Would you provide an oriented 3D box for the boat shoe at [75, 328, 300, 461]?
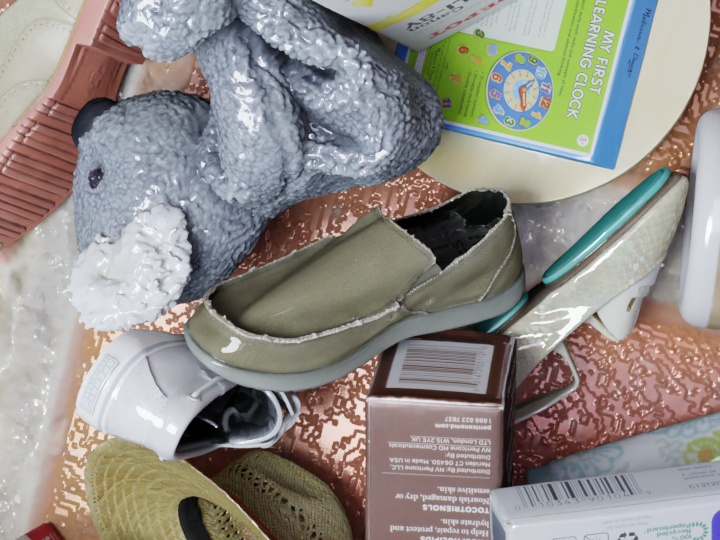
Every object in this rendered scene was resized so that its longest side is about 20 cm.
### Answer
[{"bbox_3d":[-0.068,0.064,0.942,0.068,0.200,0.072,33,96,19],"label":"boat shoe"}]

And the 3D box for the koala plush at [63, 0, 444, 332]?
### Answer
[{"bbox_3d":[-0.077,-0.060,0.955,0.183,0.177,0.200,37,101,-9],"label":"koala plush"}]

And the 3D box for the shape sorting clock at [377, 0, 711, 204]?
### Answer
[{"bbox_3d":[0.092,-0.136,1.003,0.199,0.039,0.201,-2,85,20],"label":"shape sorting clock"}]

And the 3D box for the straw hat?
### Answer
[{"bbox_3d":[-0.052,0.151,0.997,0.085,0.201,0.201,-38,83,-33],"label":"straw hat"}]

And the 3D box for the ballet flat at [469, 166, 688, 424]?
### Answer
[{"bbox_3d":[0.112,0.027,0.994,0.200,0.067,0.062,-41,94,16],"label":"ballet flat"}]

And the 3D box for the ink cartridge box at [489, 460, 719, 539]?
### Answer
[{"bbox_3d":[0.167,0.190,0.909,0.197,0.043,0.201,-7,113,-6],"label":"ink cartridge box"}]

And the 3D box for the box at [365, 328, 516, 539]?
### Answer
[{"bbox_3d":[0.042,0.141,0.951,0.074,0.100,0.201,4,110,7],"label":"box"}]

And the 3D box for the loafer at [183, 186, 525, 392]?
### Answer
[{"bbox_3d":[0.000,0.000,0.921,0.075,0.199,0.070,41,137,38],"label":"loafer"}]

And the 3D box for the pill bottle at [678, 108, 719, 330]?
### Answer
[{"bbox_3d":[0.269,-0.019,0.940,0.199,0.116,0.117,5,91,7],"label":"pill bottle"}]

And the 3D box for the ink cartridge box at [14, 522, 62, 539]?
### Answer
[{"bbox_3d":[-0.228,0.219,0.968,0.147,0.200,0.086,-34,86,6],"label":"ink cartridge box"}]

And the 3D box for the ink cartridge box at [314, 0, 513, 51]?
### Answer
[{"bbox_3d":[0.044,-0.187,0.898,0.145,0.200,0.084,-26,80,16],"label":"ink cartridge box"}]

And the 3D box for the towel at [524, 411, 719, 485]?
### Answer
[{"bbox_3d":[0.195,0.181,0.986,0.170,0.048,0.201,-17,87,5],"label":"towel"}]

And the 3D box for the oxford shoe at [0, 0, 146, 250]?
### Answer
[{"bbox_3d":[-0.182,-0.102,1.039,0.074,0.071,0.201,33,91,27],"label":"oxford shoe"}]
